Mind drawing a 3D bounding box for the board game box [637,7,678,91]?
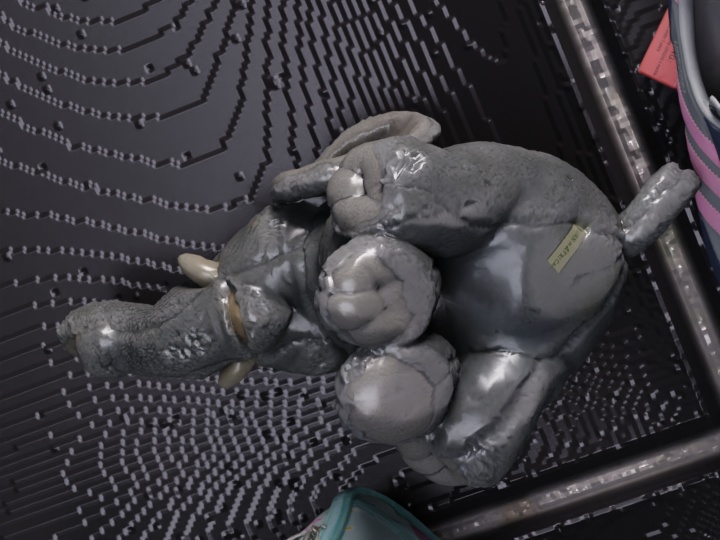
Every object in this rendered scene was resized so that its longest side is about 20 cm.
[{"bbox_3d":[0.193,-0.143,0.977,0.103,0.019,0.200,26,108,5],"label":"board game box"}]

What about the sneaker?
[{"bbox_3d":[0.150,-0.041,0.960,0.070,0.082,0.200,-14,101,16],"label":"sneaker"}]

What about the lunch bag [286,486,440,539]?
[{"bbox_3d":[0.033,0.180,1.023,0.200,0.160,0.077,44,114,-7],"label":"lunch bag"}]

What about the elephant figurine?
[{"bbox_3d":[0.000,0.000,1.010,0.155,0.200,0.142,20,85,-27],"label":"elephant figurine"}]
